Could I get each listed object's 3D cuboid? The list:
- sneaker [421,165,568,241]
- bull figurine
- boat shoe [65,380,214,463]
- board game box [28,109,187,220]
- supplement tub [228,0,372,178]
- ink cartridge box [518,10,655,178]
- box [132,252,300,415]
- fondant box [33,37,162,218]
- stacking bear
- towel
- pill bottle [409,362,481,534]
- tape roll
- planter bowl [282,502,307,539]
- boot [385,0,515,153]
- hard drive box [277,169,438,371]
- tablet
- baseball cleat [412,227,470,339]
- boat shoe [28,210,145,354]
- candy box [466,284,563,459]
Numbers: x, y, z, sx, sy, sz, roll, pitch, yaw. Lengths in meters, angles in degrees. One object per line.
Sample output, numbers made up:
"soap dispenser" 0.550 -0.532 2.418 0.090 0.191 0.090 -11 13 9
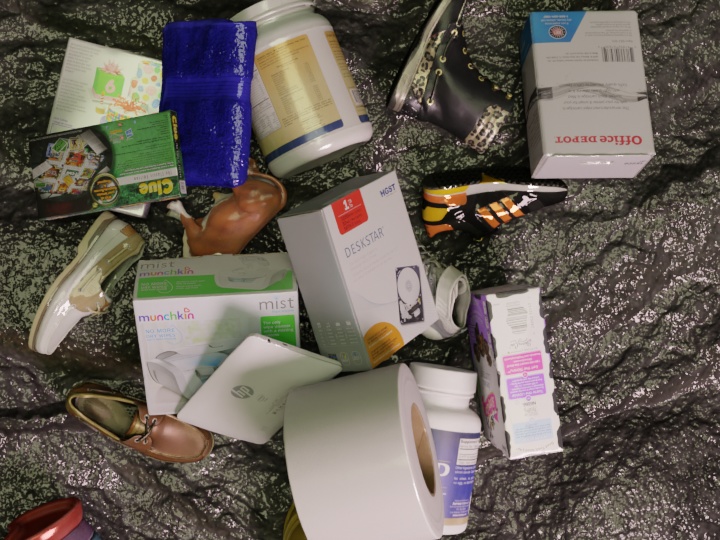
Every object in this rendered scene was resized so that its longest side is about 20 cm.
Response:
"sneaker" 0.175 -0.084 1.442 0.197 0.070 0.091 -2 116 -10
"bull figurine" -0.183 -0.059 1.398 0.200 0.065 0.122 -44 88 10
"boat shoe" -0.285 0.202 1.399 0.197 0.068 0.073 19 87 -5
"board game box" -0.310 -0.127 1.333 0.197 0.023 0.106 -7 87 17
"supplement tub" -0.082 -0.234 1.377 0.143 0.144 0.202 -22 91 -4
"ink cartridge box" 0.288 -0.226 1.408 0.143 0.084 0.203 -1 73 -5
"box" -0.172 0.077 1.359 0.197 0.097 0.178 -2 123 -4
"fondant box" -0.324 -0.181 1.403 0.142 0.058 0.203 13 90 -3
"stacking bear" -0.362 0.402 1.379 0.112 0.122 0.202 -23 101 3
"towel" -0.194 -0.204 1.326 0.146 0.049 0.203 4 92 37
"pill bottle" 0.092 0.225 1.400 0.118 0.120 0.203 8 89 -4
"tape roll" 0.008 0.220 1.254 0.137 0.203 0.206 -13 91 11
"planter bowl" -0.034 0.374 1.360 0.198 0.083 0.203 7 105 28
"boot" 0.141 -0.271 1.431 0.152 0.073 0.205 29 92 -6
"hard drive box" 0.000 0.000 1.330 0.155 0.076 0.202 -33 109 -46
"tablet" -0.125 0.148 1.324 0.129 0.014 0.200 21 133 -26
"baseball cleat" 0.084 -0.010 1.408 0.070 0.106 0.202 -34 100 -39
"boat shoe" -0.349 0.026 1.392 0.068 0.075 0.202 31 87 2
"candy box" 0.190 0.123 1.383 0.070 0.168 0.203 -9 90 -4
